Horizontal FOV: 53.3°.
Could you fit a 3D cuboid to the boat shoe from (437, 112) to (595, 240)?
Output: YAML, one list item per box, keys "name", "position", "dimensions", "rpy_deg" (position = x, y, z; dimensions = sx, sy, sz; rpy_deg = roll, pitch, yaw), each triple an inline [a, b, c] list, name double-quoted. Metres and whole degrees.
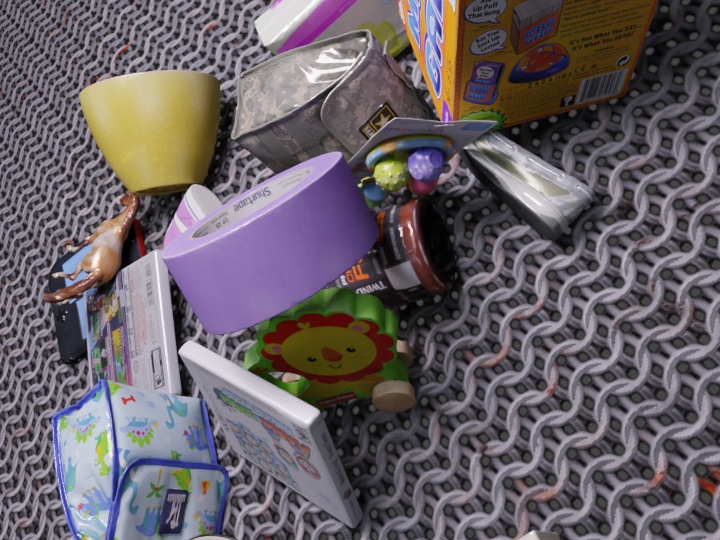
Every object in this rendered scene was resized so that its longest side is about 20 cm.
- name: "boat shoe"
  position: [0.159, -0.118, 0.767]
  dimensions: [0.065, 0.074, 0.202]
  rpy_deg: [-41, 56, 2]

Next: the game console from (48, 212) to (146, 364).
- name: "game console"
  position: [-0.404, 0.024, 1.106]
  dimensions: [0.198, 0.031, 0.179]
  rpy_deg: [-32, 58, 20]

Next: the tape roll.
- name: "tape roll"
  position: [-0.086, -0.030, 0.696]
  dimensions: [0.198, 0.086, 0.200]
  rpy_deg: [-27, 17, 9]

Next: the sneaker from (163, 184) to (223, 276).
- name: "sneaker"
  position: [-0.208, -0.010, 0.975]
  dimensions: [0.115, 0.072, 0.202]
  rpy_deg: [-50, 50, 21]

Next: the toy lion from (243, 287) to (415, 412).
- name: "toy lion"
  position: [-0.043, 0.090, 0.739]
  dimensions: [0.197, 0.192, 0.070]
  rpy_deg: [-20, 48, 26]

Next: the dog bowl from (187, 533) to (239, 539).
- name: "dog bowl"
  position: [-0.137, 0.383, 0.758]
  dimensions: [0.197, 0.074, 0.204]
  rpy_deg: [-7, 74, 25]

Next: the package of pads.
- name: "package of pads"
  position: [-0.009, -0.316, 0.897]
  dimensions: [0.199, 0.154, 0.069]
  rpy_deg: [-37, 54, 17]

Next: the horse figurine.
- name: "horse figurine"
  position: [-0.385, -0.025, 1.044]
  dimensions: [0.131, 0.050, 0.202]
  rpy_deg: [-20, 39, 23]

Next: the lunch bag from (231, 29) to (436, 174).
- name: "lunch bag"
  position: [-0.024, -0.182, 0.851]
  dimensions: [0.197, 0.164, 0.120]
  rpy_deg: [-17, 58, 28]

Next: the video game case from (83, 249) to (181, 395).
- name: "video game case"
  position: [-0.322, 0.097, 1.001]
  dimensions: [0.180, 0.023, 0.204]
  rpy_deg: [-24, 69, 33]

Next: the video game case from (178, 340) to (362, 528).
- name: "video game case"
  position: [-0.095, 0.174, 0.764]
  dimensions: [0.198, 0.184, 0.024]
  rpy_deg: [20, 51, 36]

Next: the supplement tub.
- name: "supplement tub"
  position: [0.000, 0.000, 0.803]
  dimensions: [0.197, 0.107, 0.109]
  rpy_deg: [-21, 62, 25]

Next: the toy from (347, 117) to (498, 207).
- name: "toy"
  position: [0.047, -0.102, 0.755]
  dimensions: [0.199, 0.113, 0.048]
  rpy_deg: [158, 107, -66]

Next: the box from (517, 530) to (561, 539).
- name: "box"
  position: [0.169, 0.329, 0.587]
  dimensions: [0.094, 0.077, 0.202]
  rpy_deg: [-37, 56, 16]

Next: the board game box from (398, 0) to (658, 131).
- name: "board game box"
  position: [0.155, -0.290, 0.709]
  dimensions: [0.196, 0.201, 0.203]
  rpy_deg: [-14, 61, -3]

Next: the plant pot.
- name: "plant pot"
  position: [-0.288, -0.187, 1.030]
  dimensions: [0.197, 0.199, 0.145]
  rpy_deg: [-9, 92, 30]

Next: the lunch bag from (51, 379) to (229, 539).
- name: "lunch bag"
  position: [-0.251, 0.245, 0.836]
  dimensions: [0.127, 0.169, 0.202]
  rpy_deg: [-33, 57, 22]
